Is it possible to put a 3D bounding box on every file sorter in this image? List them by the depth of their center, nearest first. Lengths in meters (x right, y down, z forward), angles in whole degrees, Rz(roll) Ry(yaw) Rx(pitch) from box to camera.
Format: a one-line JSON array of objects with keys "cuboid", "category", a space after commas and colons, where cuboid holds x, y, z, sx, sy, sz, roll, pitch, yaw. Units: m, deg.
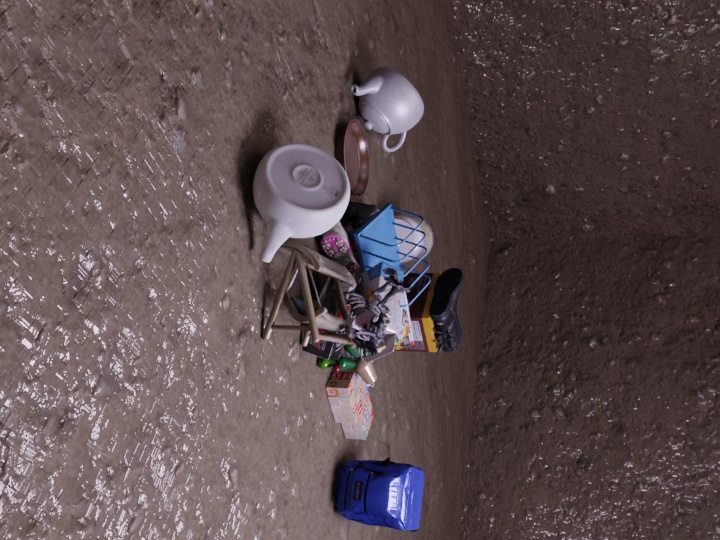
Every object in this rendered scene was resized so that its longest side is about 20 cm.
[{"cuboid": [0.087, -0.034, 1.561, 0.139, 0.122, 0.201, -44, 138, -34], "category": "file sorter"}]

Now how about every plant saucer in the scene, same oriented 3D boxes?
[{"cuboid": [-0.022, -0.293, 1.686, 0.200, 0.034, 0.202, 0, 90, -70], "category": "plant saucer"}]

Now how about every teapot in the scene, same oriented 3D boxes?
[{"cuboid": [-0.120, -0.138, 1.232, 0.198, 0.199, 0.146, 65, -31, 23], "category": "teapot"}, {"cuboid": [0.067, -0.441, 1.757, 0.146, 0.200, 0.197, -49, -174, -8], "category": "teapot"}]

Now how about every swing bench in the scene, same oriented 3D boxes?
[{"cuboid": [-0.097, 0.052, 1.316, 0.199, 0.129, 0.202, 25, 66, -67], "category": "swing bench"}]

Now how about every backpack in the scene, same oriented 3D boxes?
[{"cuboid": [0.037, 0.542, 1.581, 0.168, 0.199, 0.164, 42, 53, -52], "category": "backpack"}]

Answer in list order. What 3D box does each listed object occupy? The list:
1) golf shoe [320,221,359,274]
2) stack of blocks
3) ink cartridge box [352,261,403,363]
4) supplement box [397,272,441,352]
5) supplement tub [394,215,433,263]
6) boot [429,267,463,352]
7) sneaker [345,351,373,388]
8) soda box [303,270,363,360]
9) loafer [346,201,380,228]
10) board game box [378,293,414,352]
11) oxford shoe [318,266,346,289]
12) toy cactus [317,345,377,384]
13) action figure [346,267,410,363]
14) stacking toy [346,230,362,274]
[{"cuboid": [-0.045, -0.045, 1.556, 0.201, 0.075, 0.092, 76, 7, -50], "category": "golf shoe"}, {"cuboid": [-0.024, 0.334, 1.619, 0.115, 0.058, 0.201, -63, 147, -53], "category": "stack of blocks"}, {"cuboid": [0.030, 0.095, 1.453, 0.068, 0.115, 0.201, 24, 57, -25], "category": "ink cartridge box"}, {"cuboid": [0.130, 0.118, 1.856, 0.198, 0.198, 0.133, -68, 151, -47], "category": "supplement box"}, {"cuboid": [0.134, -0.095, 1.955, 0.200, 0.144, 0.146, -10, 99, -70], "category": "supplement tub"}, {"cuboid": [0.250, 0.115, 1.788, 0.199, 0.073, 0.163, -64, 145, -38], "category": "boot"}, {"cuboid": [0.003, 0.213, 1.680, 0.073, 0.070, 0.202, -32, 118, -67], "category": "sneaker"}, {"cuboid": [-0.060, 0.096, 1.437, 0.063, 0.070, 0.201, 23, 83, -68], "category": "soda box"}, {"cuboid": [0.010, -0.153, 1.685, 0.073, 0.072, 0.200, 63, 12, 10], "category": "loafer"}, {"cuboid": [0.067, 0.129, 1.695, 0.035, 0.125, 0.201, -123, -163, -58], "category": "board game box"}, {"cuboid": [-0.042, 0.065, 1.554, 0.201, 0.073, 0.071, 68, 28, -46], "category": "oxford shoe"}, {"cuboid": [-0.005, 0.194, 1.535, 0.200, 0.102, 0.166, -40, 104, -40], "category": "toy cactus"}, {"cuboid": [0.019, 0.090, 1.305, 0.201, 0.101, 0.119, -62, -164, 20], "category": "action figure"}, {"cuboid": [0.000, 0.000, 1.671, 0.110, 0.115, 0.202, -10, 113, -72], "category": "stacking toy"}]
